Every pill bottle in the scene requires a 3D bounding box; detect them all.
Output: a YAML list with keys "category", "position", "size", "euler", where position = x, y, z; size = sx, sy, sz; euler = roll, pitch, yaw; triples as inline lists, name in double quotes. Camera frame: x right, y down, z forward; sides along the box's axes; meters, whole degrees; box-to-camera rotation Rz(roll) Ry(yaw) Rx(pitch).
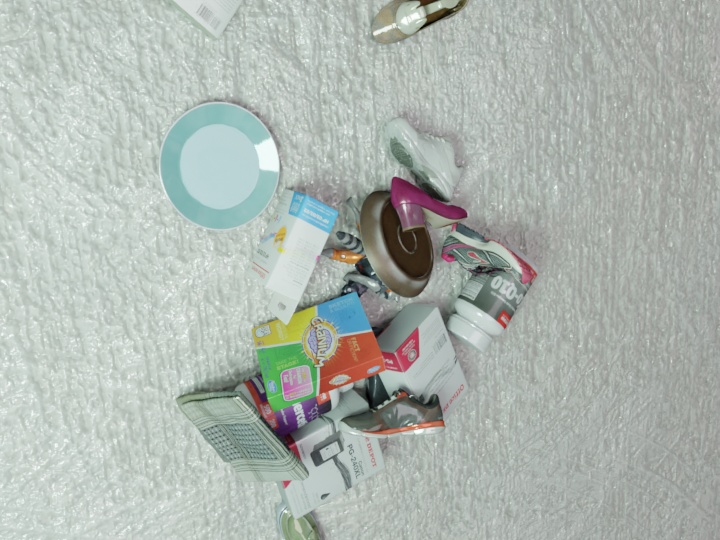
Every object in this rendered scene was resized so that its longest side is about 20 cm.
- category: "pill bottle"
  position: [-0.115, 0.215, 1.112]
  size: [0.197, 0.112, 0.115]
  euler: [-24, 111, -20]
- category: "pill bottle"
  position: [0.261, 0.056, 1.269]
  size: [0.113, 0.113, 0.202]
  euler: [35, 84, -28]

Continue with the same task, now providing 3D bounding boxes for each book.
- category: "book"
  position: [-0.215, -0.475, 0.950]
  size: [0.133, 0.048, 0.202]
  euler: [35, 85, -31]

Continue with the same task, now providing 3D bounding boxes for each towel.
- category: "towel"
  position: [-0.201, 0.276, 1.037]
  size: [0.194, 0.198, 0.035]
  euler: [55, 48, -20]

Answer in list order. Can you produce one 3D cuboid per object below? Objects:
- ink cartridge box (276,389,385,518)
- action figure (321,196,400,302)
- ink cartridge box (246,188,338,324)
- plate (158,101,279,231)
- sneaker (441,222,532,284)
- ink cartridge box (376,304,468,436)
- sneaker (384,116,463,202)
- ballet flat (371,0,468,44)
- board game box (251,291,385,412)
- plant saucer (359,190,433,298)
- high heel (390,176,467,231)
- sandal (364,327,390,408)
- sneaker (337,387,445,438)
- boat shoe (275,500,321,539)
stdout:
- category: "ink cartridge box"
  position: [-0.066, 0.333, 1.170]
  size: [0.197, 0.083, 0.148]
  euler: [-23, 110, -21]
- category: "action figure"
  position: [0.000, 0.000, 1.131]
  size: [0.193, 0.104, 0.202]
  euler: [38, 84, -23]
- category: "ink cartridge box"
  position: [-0.124, -0.026, 1.053]
  size: [0.067, 0.115, 0.203]
  euler: [24, 90, -28]
- category: "plate"
  position: [-0.226, -0.167, 1.022]
  size: [0.196, 0.025, 0.205]
  euler: [-6, 103, -26]
- category: "sneaker"
  position: [0.239, -0.018, 1.200]
  size: [0.080, 0.199, 0.076]
  euler: [31, 91, -45]
- category: "ink cartridge box"
  position: [0.115, 0.190, 1.219]
  size: [0.145, 0.082, 0.203]
  euler: [-41, 118, -36]
- category: "sneaker"
  position: [0.121, -0.222, 1.168]
  size: [0.200, 0.077, 0.100]
  euler: [44, 74, -37]
- category: "ballet flat"
  position: [0.109, -0.455, 1.106]
  size: [0.198, 0.067, 0.069]
  euler: [-32, 113, -17]
- category: "board game box"
  position: [-0.074, 0.132, 1.067]
  size: [0.196, 0.154, 0.041]
  euler: [-19, 137, -6]
- category: "plant saucer"
  position: [0.074, -0.053, 1.132]
  size: [0.199, 0.032, 0.204]
  euler: [28, 52, -42]
- category: "high heel"
  position: [0.131, -0.128, 1.158]
  size: [0.198, 0.067, 0.098]
  euler: [-9, 84, -52]
- category: "sandal"
  position: [0.037, 0.210, 1.233]
  size: [0.075, 0.042, 0.205]
  euler: [-9, 96, -38]
- category: "sneaker"
  position: [0.054, 0.252, 1.123]
  size: [0.195, 0.077, 0.084]
  euler: [0, 80, -16]
- category: "boat shoe"
  position: [-0.099, 0.526, 1.216]
  size: [0.071, 0.062, 0.203]
  euler: [-31, 112, -17]
